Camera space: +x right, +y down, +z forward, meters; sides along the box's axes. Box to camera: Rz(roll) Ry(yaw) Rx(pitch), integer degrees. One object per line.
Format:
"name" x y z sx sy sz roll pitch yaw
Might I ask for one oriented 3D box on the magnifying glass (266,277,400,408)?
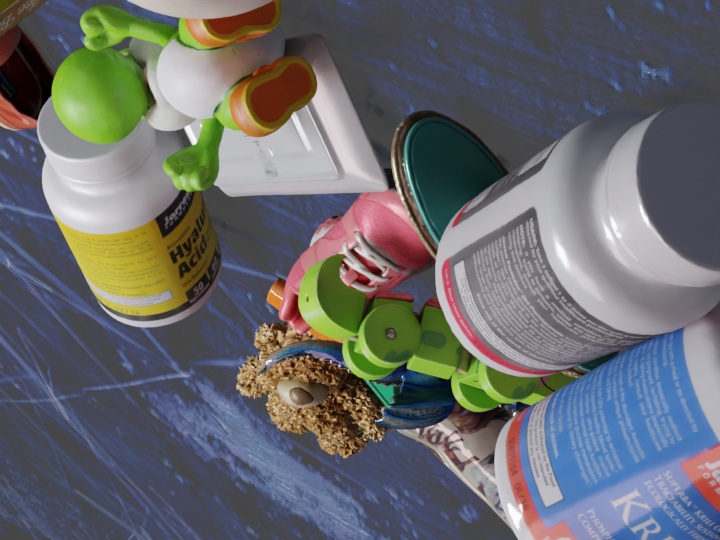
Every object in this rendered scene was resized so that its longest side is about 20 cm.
"magnifying glass" 0.011 0.070 1.151 0.199 0.022 0.080 33 140 11

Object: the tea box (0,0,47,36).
"tea box" -0.235 -0.215 0.742 0.133 0.200 0.197 33 140 8

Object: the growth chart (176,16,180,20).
"growth chart" -0.181 -0.227 0.926 0.199 0.018 0.145 25 152 30

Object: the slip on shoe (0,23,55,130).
"slip on shoe" -0.289 -0.180 1.109 0.061 0.074 0.200 11 150 33

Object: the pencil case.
"pencil case" 0.108 0.141 1.070 0.200 0.090 0.078 43 157 -7

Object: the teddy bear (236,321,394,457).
"teddy bear" -0.043 0.111 1.265 0.145 0.067 0.200 37 157 0

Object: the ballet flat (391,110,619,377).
"ballet flat" 0.078 -0.012 0.875 0.200 0.070 0.065 51 168 -16

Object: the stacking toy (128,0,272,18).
"stacking toy" -0.093 -0.190 0.761 0.146 0.146 0.200 43 171 -8

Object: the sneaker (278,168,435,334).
"sneaker" 0.000 0.000 0.979 0.074 0.087 0.200 41 156 -5

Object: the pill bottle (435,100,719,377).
"pill bottle" 0.123 -0.015 0.741 0.111 0.111 0.200 42 157 -6

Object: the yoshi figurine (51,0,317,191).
"yoshi figurine" -0.121 -0.112 0.882 0.111 0.113 0.199 22 168 -31

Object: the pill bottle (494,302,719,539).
"pill bottle" 0.176 0.083 0.756 0.200 0.112 0.112 -36 107 32

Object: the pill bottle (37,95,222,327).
"pill bottle" -0.178 -0.053 1.114 0.111 0.111 0.201 27 154 25

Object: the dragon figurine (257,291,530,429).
"dragon figurine" 0.037 0.073 0.988 0.059 0.198 0.100 117 139 -70

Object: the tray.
"tray" -0.065 -0.093 0.958 0.199 0.022 0.108 2 123 55

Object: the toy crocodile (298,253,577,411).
"toy crocodile" 0.054 0.047 0.930 0.199 0.062 0.068 18 164 -7
